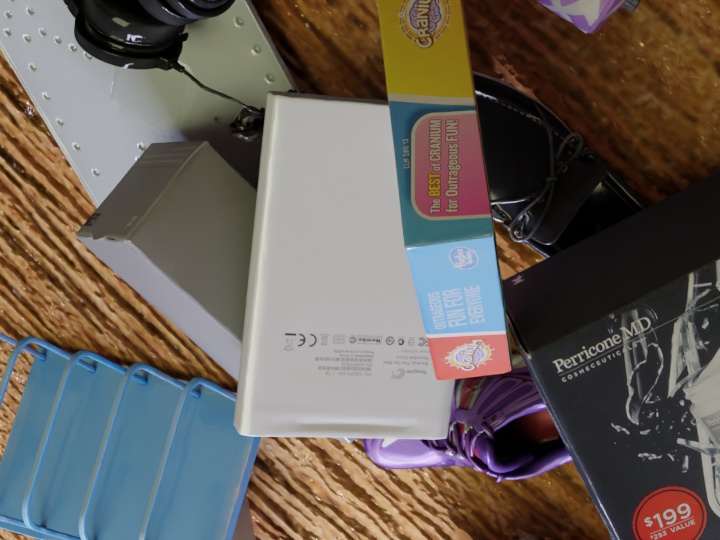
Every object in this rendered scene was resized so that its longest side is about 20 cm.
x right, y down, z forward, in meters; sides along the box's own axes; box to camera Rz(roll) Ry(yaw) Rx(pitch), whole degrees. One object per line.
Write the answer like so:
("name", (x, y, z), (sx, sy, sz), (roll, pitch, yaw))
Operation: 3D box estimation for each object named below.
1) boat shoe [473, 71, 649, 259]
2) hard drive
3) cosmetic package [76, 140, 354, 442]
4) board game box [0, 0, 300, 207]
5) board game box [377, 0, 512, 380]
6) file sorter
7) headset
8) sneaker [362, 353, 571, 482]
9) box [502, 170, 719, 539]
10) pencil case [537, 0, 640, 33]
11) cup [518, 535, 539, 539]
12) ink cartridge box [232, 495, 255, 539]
("boat shoe", (0.109, -0.045, 0.930), (0.200, 0.062, 0.075), (40, 88, -7))
("hard drive", (0.000, 0.000, 0.969), (0.131, 0.026, 0.201), (3, 103, -17))
("cosmetic package", (-0.070, 0.013, 1.029), (0.200, 0.090, 0.107), (47, 163, -23))
("board game box", (-0.127, -0.122, 1.053), (0.199, 0.026, 0.201), (-14, 115, 36))
("board game box", (0.039, -0.068, 0.813), (0.040, 0.201, 0.153), (-8, 152, 4))
("file sorter", (-0.192, 0.127, 1.164), (0.199, 0.139, 0.123), (11, 167, 24))
("headset", (-0.108, -0.164, 0.962), (0.123, 0.094, 0.201), (-35, 86, 46))
("sneaker", (0.075, 0.097, 1.055), (0.199, 0.083, 0.081), (-15, 114, 38))
("box", (0.200, 0.056, 0.876), (0.199, 0.104, 0.183), (-28, 109, 3))
("pencil case", (0.069, -0.205, 0.845), (0.200, 0.084, 0.086), (34, 94, 2))
("cup", (0.104, 0.265, 1.108), (0.200, 0.200, 0.144), (-38, 74, 42))
("ink cartridge box", (-0.148, 0.282, 1.268), (0.084, 0.146, 0.200), (6, 139, -27))
